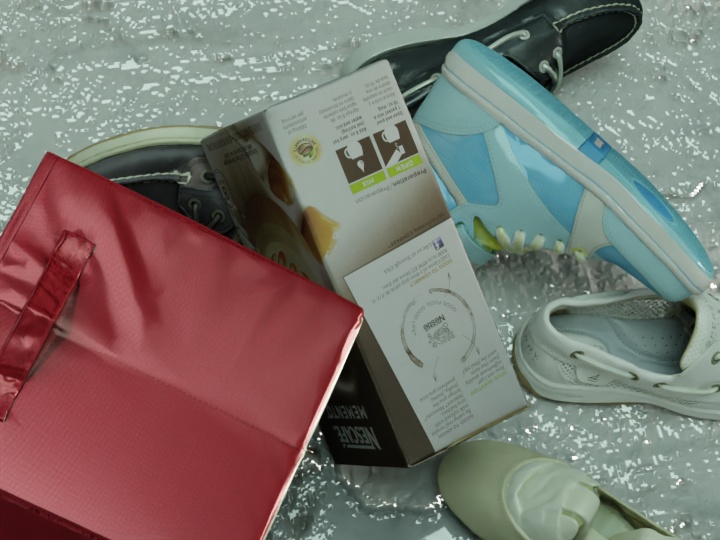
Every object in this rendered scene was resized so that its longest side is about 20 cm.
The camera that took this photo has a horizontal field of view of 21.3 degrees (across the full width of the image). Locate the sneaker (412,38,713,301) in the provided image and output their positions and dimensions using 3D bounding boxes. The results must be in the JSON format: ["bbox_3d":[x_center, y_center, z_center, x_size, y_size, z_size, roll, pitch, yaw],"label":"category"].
[{"bbox_3d":[0.097,-0.024,1.105,0.200,0.079,0.131,43,104,11],"label":"sneaker"}]

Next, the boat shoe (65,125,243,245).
[{"bbox_3d":[-0.077,-0.040,1.106,0.198,0.072,0.065,-2,61,-17],"label":"boat shoe"}]

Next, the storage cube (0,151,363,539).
[{"bbox_3d":[-0.124,0.080,0.975,0.179,0.200,0.172,26,63,-4],"label":"storage cube"}]

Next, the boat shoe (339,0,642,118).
[{"bbox_3d":[0.088,-0.123,1.168,0.199,0.076,0.061,-21,55,-6],"label":"boat shoe"}]

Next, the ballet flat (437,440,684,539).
[{"bbox_3d":[0.136,0.148,1.059,0.199,0.070,0.070,31,64,5],"label":"ballet flat"}]

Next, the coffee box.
[{"bbox_3d":[0.000,0.000,1.037,0.079,0.114,0.201,-25,95,-21],"label":"coffee box"}]

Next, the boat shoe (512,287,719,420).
[{"bbox_3d":[0.192,0.043,1.114,0.198,0.069,0.071,-1,65,-11],"label":"boat shoe"}]
